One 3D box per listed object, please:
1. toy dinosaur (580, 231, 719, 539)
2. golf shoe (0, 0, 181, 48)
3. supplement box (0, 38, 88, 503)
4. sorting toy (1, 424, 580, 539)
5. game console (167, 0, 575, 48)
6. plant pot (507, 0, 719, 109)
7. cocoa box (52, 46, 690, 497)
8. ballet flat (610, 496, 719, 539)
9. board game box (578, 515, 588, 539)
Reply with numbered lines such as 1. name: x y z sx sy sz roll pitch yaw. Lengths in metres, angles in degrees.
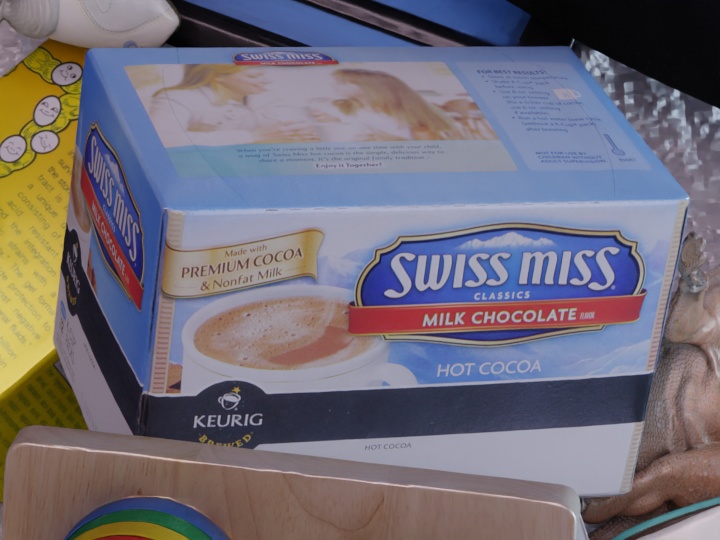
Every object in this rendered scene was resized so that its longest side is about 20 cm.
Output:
1. toy dinosaur: 0.146 0.058 1.193 0.135 0.086 0.200 21 94 -27
2. golf shoe: -0.100 -0.175 1.196 0.097 0.078 0.200 19 66 -19
3. supplement box: -0.148 0.010 1.217 0.200 0.109 0.110 -40 74 -7
4. sorting toy: -0.034 0.168 1.019 0.198 0.070 0.200 6 108 6
5. game console: -0.004 -0.143 1.250 0.200 0.176 0.117 20 105 12
6. plant pot: 0.098 -0.199 1.152 0.177 0.200 0.200 15 73 24
7. cocoa box: 0.000 0.000 1.099 0.200 0.131 0.133 -2 30 -18
8. ballet flat: 0.189 0.110 1.153 0.200 0.069 0.070 -15 71 -17
9. board game box: -0.023 0.122 1.145 0.200 0.126 0.035 -20 104 -13
